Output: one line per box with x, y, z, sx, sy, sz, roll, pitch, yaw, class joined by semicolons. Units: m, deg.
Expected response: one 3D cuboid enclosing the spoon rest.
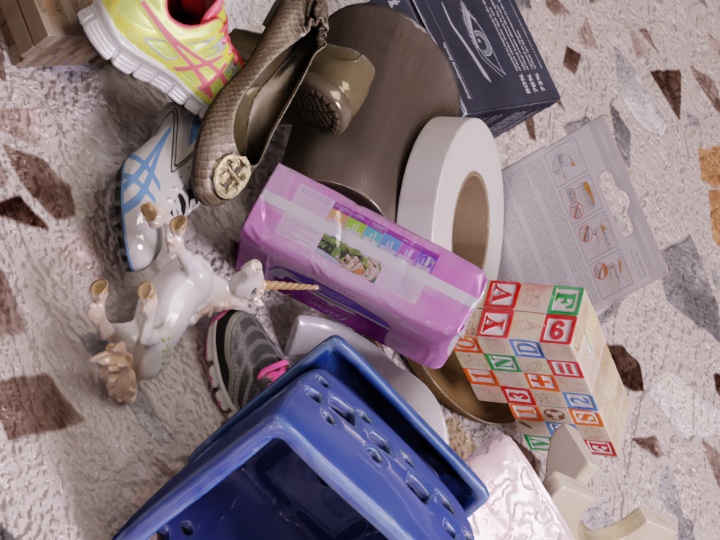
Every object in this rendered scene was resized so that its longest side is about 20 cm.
0.015;0.106;1.680;0.060;0.100;0.200;-7;40;-36;spoon rest

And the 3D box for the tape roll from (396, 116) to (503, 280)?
0.081;-0.035;1.834;0.203;0.037;0.204;5;90;-68;tape roll

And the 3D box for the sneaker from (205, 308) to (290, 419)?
-0.048;0.112;1.643;0.074;0.087;0.201;-18;80;-56;sneaker

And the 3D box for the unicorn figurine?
-0.138;0.019;1.580;0.200;0.074;0.138;-44;144;-22;unicorn figurine

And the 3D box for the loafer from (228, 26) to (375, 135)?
-0.057;-0.164;1.765;0.067;0.200;0.076;-37;128;-23;loafer

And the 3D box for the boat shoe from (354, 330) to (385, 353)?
0.032;0.138;1.743;0.074;0.075;0.204;11;57;-49;boat shoe

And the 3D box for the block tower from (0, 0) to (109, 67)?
-0.211;-0.202;1.693;0.199;0.054;0.058;-7;72;-55;block tower

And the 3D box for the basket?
-0.001;-0.103;1.829;0.201;0.135;0.181;-69;149;-44;basket

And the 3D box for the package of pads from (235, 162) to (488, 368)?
0.000;0.000;1.689;0.199;0.121;0.076;27;72;3;package of pads

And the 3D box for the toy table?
0.183;0.237;1.800;0.200;0.117;0.184;17;34;-57;toy table

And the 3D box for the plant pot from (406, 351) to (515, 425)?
0.088;0.053;1.926;0.200;0.027;0.201;33;42;-36;plant pot

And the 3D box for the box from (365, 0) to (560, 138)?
0.084;-0.202;2.040;0.200;0.104;0.149;-13;76;-55;box

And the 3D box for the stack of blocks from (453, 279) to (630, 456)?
0.160;0.088;1.847;0.200;0.114;0.059;61;40;-51;stack of blocks

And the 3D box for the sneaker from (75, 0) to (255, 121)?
-0.128;-0.179;1.651;0.200;0.090;0.078;25;24;-51;sneaker

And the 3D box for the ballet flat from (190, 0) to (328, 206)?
-0.075;-0.137;1.655;0.201;0.046;0.067;-63;148;-21;ballet flat

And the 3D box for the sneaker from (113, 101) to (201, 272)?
-0.147;-0.071;1.653;0.201;0.072;0.072;-71;160;-51;sneaker

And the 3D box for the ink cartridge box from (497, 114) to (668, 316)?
0.184;-0.029;1.909;0.050;0.199;0.162;-4;69;-54;ink cartridge box

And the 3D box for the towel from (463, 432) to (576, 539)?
0.093;0.264;1.671;0.200;0.032;0.192;-37;98;-19;towel

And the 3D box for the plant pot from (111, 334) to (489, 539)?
-0.034;0.179;1.509;0.200;0.200;0.180;45;28;-9;plant pot
